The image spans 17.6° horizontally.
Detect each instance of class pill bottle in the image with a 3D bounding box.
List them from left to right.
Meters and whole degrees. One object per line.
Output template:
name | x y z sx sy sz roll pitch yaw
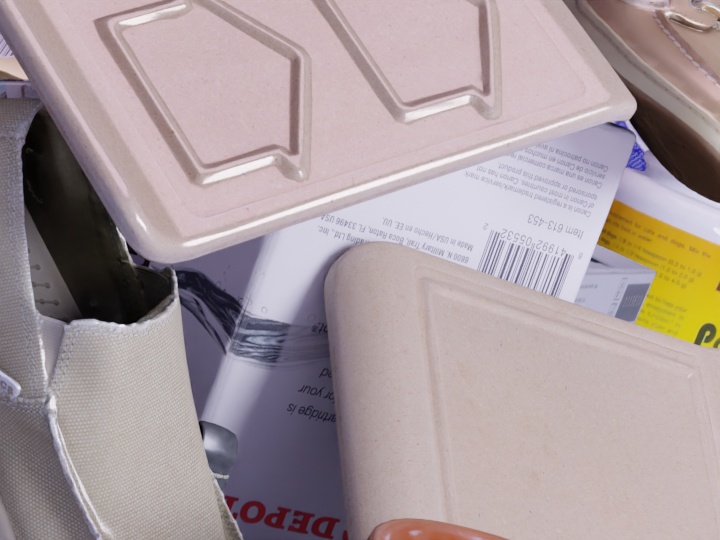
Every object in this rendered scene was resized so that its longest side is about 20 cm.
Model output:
pill bottle | 0.167 0.017 1.302 0.109 0.200 0.109 21 8 -3

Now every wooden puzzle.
wooden puzzle | -0.035 -0.091 0.739 0.200 0.046 0.185 -17 63 -34
wooden puzzle | 0.077 0.094 0.833 0.200 0.037 0.185 15 54 -32

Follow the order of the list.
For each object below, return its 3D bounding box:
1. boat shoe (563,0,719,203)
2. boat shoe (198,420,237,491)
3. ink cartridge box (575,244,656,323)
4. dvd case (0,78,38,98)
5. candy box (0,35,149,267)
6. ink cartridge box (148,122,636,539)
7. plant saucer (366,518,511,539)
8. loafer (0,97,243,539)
boat shoe | 0.117 -0.092 0.890 0.071 0.064 0.200 51 5 -32
boat shoe | -0.119 0.047 0.835 0.200 0.068 0.072 27 11 40
ink cartridge box | 0.042 -0.016 1.163 0.173 0.044 0.200 26 9 18
dvd case | -0.217 -0.056 1.004 0.200 0.022 0.146 -2 -9 -7
candy box | -0.140 -0.054 1.236 0.200 0.116 0.055 22 41 1
ink cartridge box | -0.002 0.014 0.888 0.145 0.200 0.084 16 7 -34
plant saucer | 0.087 0.129 0.648 0.200 0.032 0.200 25 6 -3
loafer | -0.081 0.035 0.691 0.200 0.068 0.076 60 30 -2
